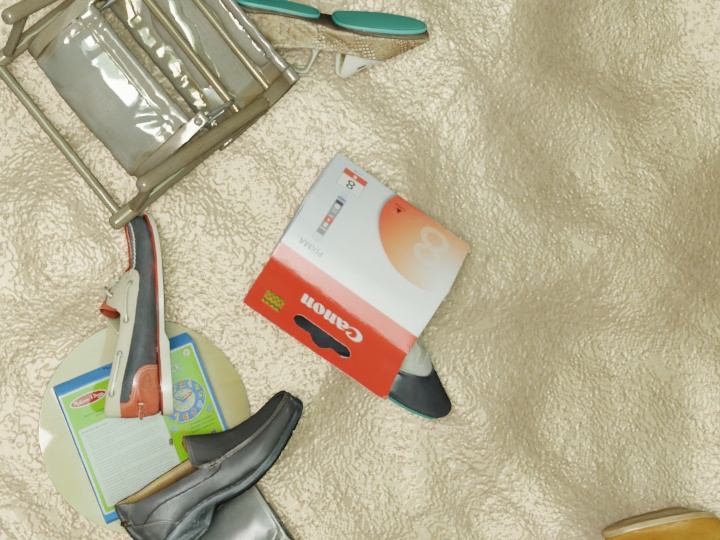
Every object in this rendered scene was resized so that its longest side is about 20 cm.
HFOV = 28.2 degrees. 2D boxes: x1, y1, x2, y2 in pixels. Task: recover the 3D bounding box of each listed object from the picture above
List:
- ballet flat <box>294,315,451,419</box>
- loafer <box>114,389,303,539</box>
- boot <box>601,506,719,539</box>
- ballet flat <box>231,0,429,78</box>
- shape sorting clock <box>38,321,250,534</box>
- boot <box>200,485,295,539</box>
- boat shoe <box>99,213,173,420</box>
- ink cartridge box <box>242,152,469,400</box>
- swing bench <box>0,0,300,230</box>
[{"bbox_3d":[0.012,0.069,1.360,0.199,0.073,0.073,32,84,-3],"label":"ballet flat"},{"bbox_3d":[-0.136,0.177,1.308,0.200,0.073,0.072,-46,101,-14],"label":"loafer"},{"bbox_3d":[0.339,0.304,1.402,0.200,0.071,0.145,-6,86,-13],"label":"boot"},{"bbox_3d":[-0.034,-0.221,1.381,0.199,0.071,0.066,8,114,-5],"label":"ballet flat"},{"bbox_3d":[-0.202,0.147,1.345,0.199,0.039,0.202,1,88,-18],"label":"shape sorting clock"},{"bbox_3d":[-0.133,0.326,1.342,0.199,0.073,0.183,-31,94,-15],"label":"boot"},{"bbox_3d":[-0.208,0.040,1.312,0.062,0.071,0.201,-4,68,-7],"label":"boat shoe"},{"bbox_3d":[0.000,0.000,1.321,0.162,0.050,0.200,35,41,-6],"label":"ink cartridge box"},{"bbox_3d":[-0.200,-0.184,1.311,0.200,0.130,0.199,-40,93,-27],"label":"swing bench"}]
